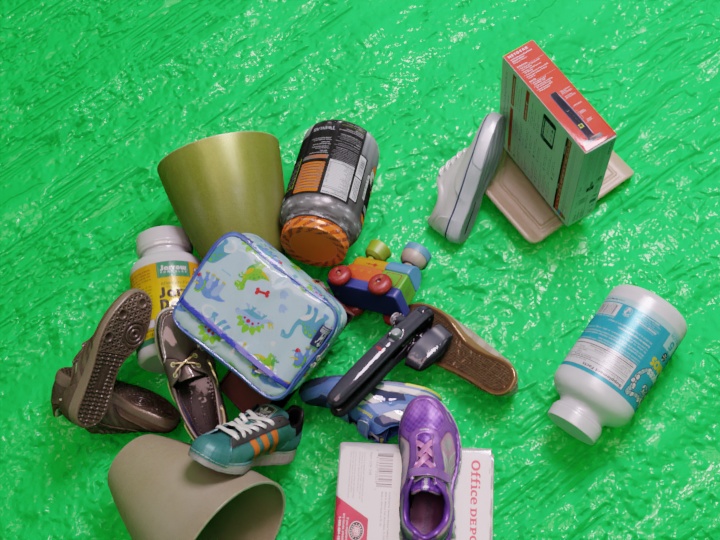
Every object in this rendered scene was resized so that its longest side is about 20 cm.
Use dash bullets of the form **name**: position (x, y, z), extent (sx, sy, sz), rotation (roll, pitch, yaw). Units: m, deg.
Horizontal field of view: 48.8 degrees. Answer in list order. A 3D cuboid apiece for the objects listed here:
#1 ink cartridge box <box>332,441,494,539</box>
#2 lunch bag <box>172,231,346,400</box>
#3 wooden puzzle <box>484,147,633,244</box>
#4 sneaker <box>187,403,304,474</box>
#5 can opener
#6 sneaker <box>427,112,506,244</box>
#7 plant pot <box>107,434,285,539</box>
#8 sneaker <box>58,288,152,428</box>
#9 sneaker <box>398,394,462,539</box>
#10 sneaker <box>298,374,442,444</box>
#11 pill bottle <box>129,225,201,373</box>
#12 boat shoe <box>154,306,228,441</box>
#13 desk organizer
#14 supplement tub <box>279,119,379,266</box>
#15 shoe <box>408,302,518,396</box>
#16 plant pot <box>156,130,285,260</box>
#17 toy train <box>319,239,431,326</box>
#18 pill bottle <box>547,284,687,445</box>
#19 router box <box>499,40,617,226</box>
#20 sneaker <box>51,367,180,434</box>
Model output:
- **ink cartridge box**: position (0.071, 0.305, 1.027), extent (0.200, 0.086, 0.148), rotation (2, 69, 9)
- **lunch bag**: position (-0.131, 0.061, 1.033), extent (0.200, 0.082, 0.161), rotation (39, 98, 7)
- **wooden puzzle**: position (0.275, -0.154, 1.197), extent (0.200, 0.037, 0.185), rotation (-33, 67, -8)
- **sneaker**: position (-0.142, 0.208, 1.025), extent (0.071, 0.200, 0.080), rotation (21, 94, 28)
- **can opener**: position (0.032, 0.117, 1.051), extent (0.200, 0.063, 0.079), rotation (-35, 43, -25)
- **sneaker**: position (0.148, -0.138, 1.150), extent (0.071, 0.073, 0.200), rotation (28, 111, 22)
- **plant pot**: position (-0.235, 0.307, 1.043), extent (0.200, 0.187, 0.187), rotation (27, 76, 30)
- **sneaker**: position (-0.359, 0.111, 1.089), extent (0.075, 0.070, 0.200), rotation (16, 78, 39)
- **sneaker**: position (0.081, 0.245, 0.956), extent (0.080, 0.088, 0.200), rotation (-2, 66, 10)
- **sneaker**: position (0.008, 0.192, 1.089), extent (0.200, 0.074, 0.082), rotation (6, 72, 13)
- **pill bottle**: position (-0.281, 0.041, 1.175), extent (0.113, 0.113, 0.200), rotation (-13, 67, 5)
- **boat shoe**: position (-0.225, 0.143, 1.063), extent (0.072, 0.060, 0.200), rotation (-18, 90, -11)
- **desk organizer**: position (-0.104, 0.112, 1.107), extent (0.077, 0.072, 0.200), rotation (41, 100, 18)
- **supplement tub**: position (-0.047, -0.113, 1.166), extent (0.122, 0.123, 0.200), rotation (6, 57, 12)
- **shoe**: position (0.138, 0.114, 1.108), extent (0.200, 0.053, 0.070), rotation (37, 94, 31)
- **plant pot**: position (-0.187, -0.076, 1.183), extent (0.187, 0.187, 0.200), rotation (-16, 82, 4)
- **toy train**: position (0.000, 0.000, 1.169), extent (0.200, 0.085, 0.116), rotation (12, 54, 35)
- **pill bottle**: position (0.328, 0.125, 1.036), extent (0.111, 0.111, 0.200), rotation (34, 79, 20)
- **router box**: position (0.258, -0.181, 1.080), extent (0.049, 0.200, 0.180), rotation (-30, 66, -6)
- **sneaker**: position (-0.356, 0.206, 1.154), extent (0.200, 0.070, 0.076), rotation (20, 100, 14)
